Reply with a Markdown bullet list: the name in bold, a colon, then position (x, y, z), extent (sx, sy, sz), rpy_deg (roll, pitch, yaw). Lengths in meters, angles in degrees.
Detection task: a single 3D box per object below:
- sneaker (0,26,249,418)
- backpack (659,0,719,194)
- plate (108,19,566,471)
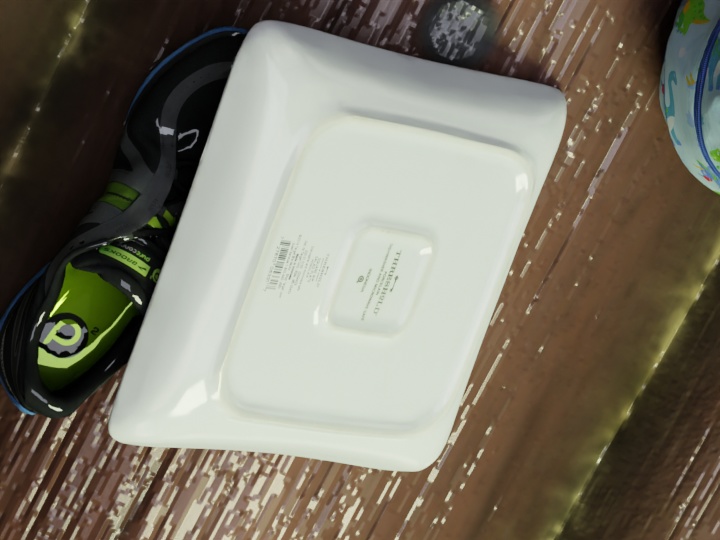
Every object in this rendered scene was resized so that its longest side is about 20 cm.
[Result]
- **sneaker**: position (-0.093, -0.015, 1.159), extent (0.071, 0.083, 0.200), rpy_deg (32, 98, -21)
- **backpack**: position (0.238, -0.086, 1.196), extent (0.199, 0.154, 0.164), rpy_deg (-14, 114, -32)
- **plate**: position (0.000, 0.000, 1.172), extent (0.200, 0.032, 0.200), rpy_deg (9, 107, -42)
